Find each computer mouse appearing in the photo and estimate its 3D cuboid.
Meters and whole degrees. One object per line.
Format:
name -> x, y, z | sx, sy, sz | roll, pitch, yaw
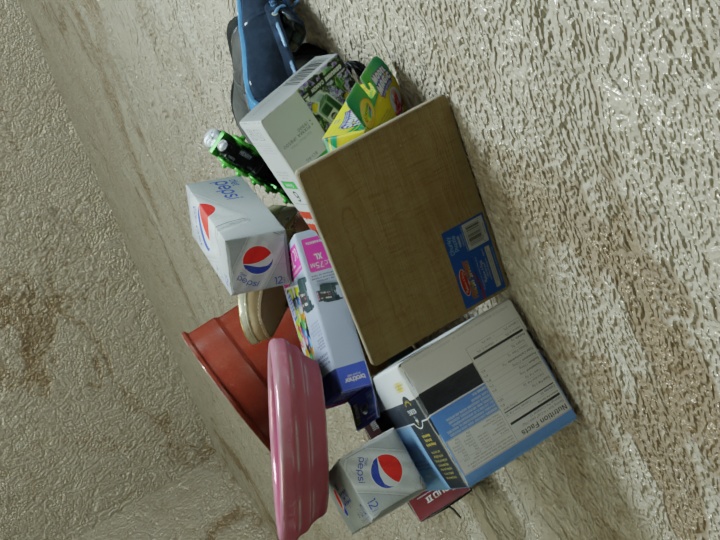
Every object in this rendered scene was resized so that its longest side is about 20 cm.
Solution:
computer mouse -> -0.032, -0.193, 1.306 | 0.200, 0.034, 0.059 | 33, 147, 59

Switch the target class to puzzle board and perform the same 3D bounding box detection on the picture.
puzzle board -> 0.040, -0.034, 1.130 | 0.017, 0.150, 0.201 | 33, 148, 59

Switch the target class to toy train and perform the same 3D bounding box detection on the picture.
toy train -> -0.112, -0.118, 1.474 | 0.056, 0.042, 0.200 | 38, -175, 32

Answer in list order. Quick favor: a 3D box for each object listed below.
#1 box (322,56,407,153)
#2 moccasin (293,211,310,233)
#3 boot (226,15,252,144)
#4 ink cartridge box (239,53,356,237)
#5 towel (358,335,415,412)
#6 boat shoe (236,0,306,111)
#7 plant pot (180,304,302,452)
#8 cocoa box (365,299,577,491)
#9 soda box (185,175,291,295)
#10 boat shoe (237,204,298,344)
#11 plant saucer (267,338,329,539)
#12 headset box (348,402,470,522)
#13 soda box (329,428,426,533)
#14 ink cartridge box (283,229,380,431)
box -> 0.023, -0.085, 1.178 | 0.117, 0.048, 0.201 | -63, -40, -55
moccasin -> -0.001, 0.001, 1.395 | 0.202, 0.074, 0.078 | 49, -161, 17
boot -> -0.109, -0.178, 1.450 | 0.201, 0.069, 0.132 | 76, 176, -46
ink cartridge box -> -0.017, -0.097, 1.245 | 0.050, 0.109, 0.200 | 9, 137, 58
towel -> 0.007, 0.082, 1.469 | 0.147, 0.022, 0.200 | 58, -158, 9
boat shoe -> -0.086, -0.237, 1.311 | 0.084, 0.068, 0.201 | 73, -172, -66
plant pot -> -0.099, 0.101, 1.682 | 0.201, 0.195, 0.201 | 51, 175, 6
cocoa box -> 0.099, 0.129, 1.260 | 0.132, 0.133, 0.200 | 60, 165, 4
soda box -> -0.135, -0.042, 1.384 | 0.200, 0.068, 0.064 | -131, 33, -62
boat shoe -> -0.087, -0.003, 1.448 | 0.074, 0.069, 0.201 | 67, -155, -43
plant saucer -> -0.063, 0.168, 1.277 | 0.201, 0.050, 0.202 | 178, 90, -84
headset box -> 0.066, 0.221, 1.578 | 0.201, 0.077, 0.149 | 57, 180, 12
soda box -> 0.011, 0.216, 1.294 | 0.068, 0.063, 0.200 | 60, 167, 11
ink cartridge box -> -0.035, 0.067, 1.318 | 0.119, 0.042, 0.201 | 132, 120, -71
